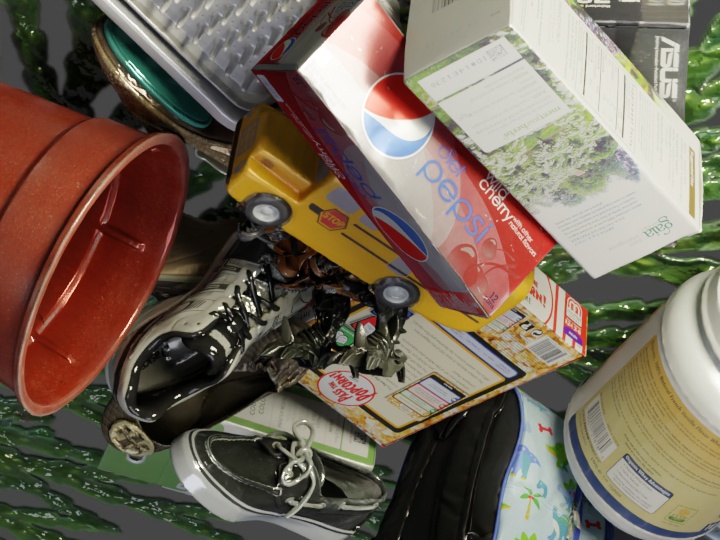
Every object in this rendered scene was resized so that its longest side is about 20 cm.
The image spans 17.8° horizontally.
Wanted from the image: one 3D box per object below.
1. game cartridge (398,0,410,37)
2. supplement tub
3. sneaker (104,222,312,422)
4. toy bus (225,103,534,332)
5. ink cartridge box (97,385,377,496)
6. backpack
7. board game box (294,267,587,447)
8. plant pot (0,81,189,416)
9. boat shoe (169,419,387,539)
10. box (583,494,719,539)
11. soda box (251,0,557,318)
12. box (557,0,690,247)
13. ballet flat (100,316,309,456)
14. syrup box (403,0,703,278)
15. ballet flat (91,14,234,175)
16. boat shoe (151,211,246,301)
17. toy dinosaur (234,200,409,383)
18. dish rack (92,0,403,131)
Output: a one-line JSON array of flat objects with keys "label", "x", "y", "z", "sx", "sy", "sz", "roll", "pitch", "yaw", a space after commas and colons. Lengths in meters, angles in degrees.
[{"label": "game cartridge", "x": 0.047, "y": -0.153, "z": 1.460, "sx": 0.198, "sy": 0.041, "sz": 0.134, "roll": 14, "pitch": 136, "yaw": -8}, {"label": "supplement tub", "x": 0.249, "y": 0.089, "z": 1.631, "sx": 0.143, "sy": 0.145, "sz": 0.200, "roll": 22, "pitch": 139, "yaw": -17}, {"label": "sneaker", "x": -0.086, "y": 0.034, "z": 1.567, "sx": 0.200, "sy": 0.088, "sz": 0.076, "roll": -40, "pitch": 112, "yaw": 8}, {"label": "toy bus", "x": 0.013, "y": -0.038, "z": 1.451, "sx": 0.199, "sy": 0.065, "sz": 0.078, "roll": 33, "pitch": 136, "yaw": -26}, {"label": "ink cartridge box", "x": -0.095, "y": 0.132, "z": 1.802, "sx": 0.198, "sy": 0.060, "sz": 0.104, "roll": 17, "pitch": 138, "yaw": -12}, {"label": "backpack", "x": 0.099, "y": 0.200, "z": 1.741, "sx": 0.146, "sy": 0.201, "sz": 0.183, "roll": 30, "pitch": 151, "yaw": -26}, {"label": "board game box", "x": 0.042, "y": 0.044, "z": 1.685, "sx": 0.199, "sy": 0.047, "sz": 0.151, "roll": -26, "pitch": 130, "yaw": 34}, {"label": "plant pot", "x": -0.245, "y": -0.040, "z": 1.501, "sx": 0.194, "sy": 0.201, "sz": 0.202, "roll": 27, "pitch": 142, "yaw": 13}, {"label": "boat shoe", "x": -0.055, "y": 0.152, "z": 1.703, "sx": 0.068, "sy": 0.074, "sz": 0.199, "roll": -37, "pitch": 137, "yaw": 24}, {"label": "box", "x": 0.276, "y": 0.182, "z": 1.817, "sx": 0.199, "sy": 0.044, "sz": 0.160, "roll": -19, "pitch": 133, "yaw": 28}, {"label": "soda box", "x": 0.028, "y": -0.068, "z": 1.368, "sx": 0.200, "sy": 0.070, "sz": 0.063, "roll": 52, "pitch": 160, "yaw": -23}, {"label": "box", "x": 0.124, "y": -0.098, "z": 1.448, "sx": 0.160, "sy": 0.049, "sz": 0.201, "roll": 1, "pitch": 139, "yaw": 5}, {"label": "ballet flat", "x": -0.114, "y": 0.092, "z": 1.688, "sx": 0.199, "sy": 0.047, "sz": 0.067, "roll": -26, "pitch": 126, "yaw": 28}, {"label": "syrup box", "x": 0.117, "y": -0.092, "z": 1.358, "sx": 0.078, "sy": 0.082, "sz": 0.200, "roll": -25, "pitch": 130, "yaw": 31}, {"label": "ballet flat", "x": -0.105, "y": -0.099, "z": 1.522, "sx": 0.199, "sy": 0.071, "sz": 0.065, "roll": 31, "pitch": 138, "yaw": -23}, {"label": "boat shoe", "x": -0.126, "y": -0.003, "z": 1.639, "sx": 0.198, "sy": 0.072, "sz": 0.065, "roll": 5, "pitch": 136, "yaw": -7}, {"label": "toy dinosaur", "x": 0.000, "y": 0.000, "z": 1.526, "sx": 0.198, "sy": 0.137, "sz": 0.102, "roll": 14, "pitch": 172, "yaw": -20}, {"label": "dish rack", "x": -0.080, "y": -0.183, "z": 1.403, "sx": 0.200, "sy": 0.044, "sz": 0.171, "roll": 44, "pitch": 135, "yaw": -19}]
